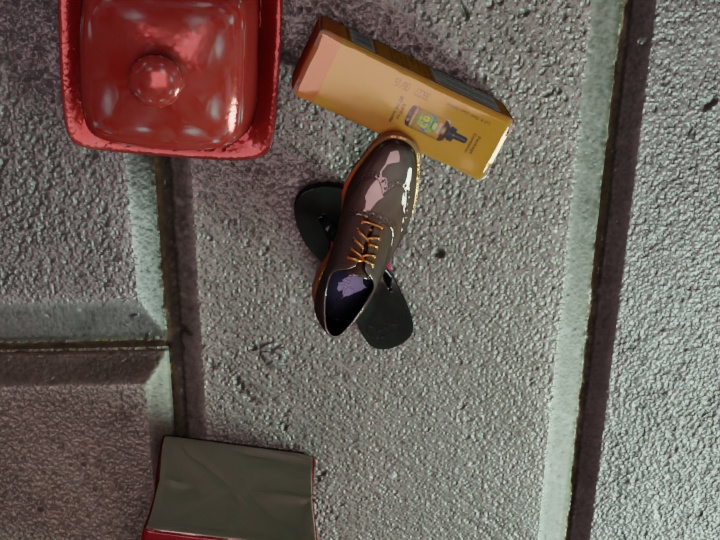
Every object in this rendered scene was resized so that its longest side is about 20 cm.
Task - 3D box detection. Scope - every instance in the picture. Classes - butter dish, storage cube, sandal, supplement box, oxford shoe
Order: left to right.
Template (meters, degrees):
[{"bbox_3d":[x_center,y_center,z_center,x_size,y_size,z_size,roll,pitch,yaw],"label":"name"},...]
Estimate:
[{"bbox_3d":[-0.168,-0.177,0.894,0.198,0.148,0.202,3,114,-6],"label":"butter dish"},{"bbox_3d":[-0.141,0.304,1.101,0.198,0.171,0.181,8,112,-7],"label":"storage cube"},{"bbox_3d":[0.000,0.000,1.040,0.075,0.045,0.201,-25,114,8],"label":"sandal"},{"bbox_3d":[0.009,-0.028,0.961,0.071,0.073,0.201,15,115,-9],"label":"oxford shoe"},{"bbox_3d":[0.039,-0.158,0.961,0.199,0.069,0.067,24,112,-12],"label":"supplement box"}]
